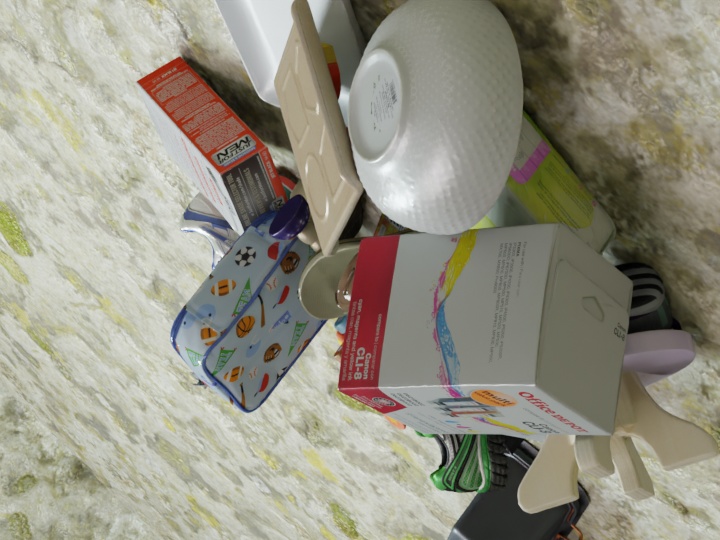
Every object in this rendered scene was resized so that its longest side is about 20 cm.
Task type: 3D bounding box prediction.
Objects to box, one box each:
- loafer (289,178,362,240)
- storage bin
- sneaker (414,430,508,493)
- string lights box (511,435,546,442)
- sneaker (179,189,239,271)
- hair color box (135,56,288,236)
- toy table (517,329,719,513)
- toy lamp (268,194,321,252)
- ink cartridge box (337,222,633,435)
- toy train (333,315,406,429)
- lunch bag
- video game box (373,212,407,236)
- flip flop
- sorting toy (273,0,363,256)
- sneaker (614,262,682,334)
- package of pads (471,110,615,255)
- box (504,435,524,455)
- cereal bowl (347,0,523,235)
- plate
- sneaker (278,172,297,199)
[{"bbox_3d":[-0.037,-0.078,1.807,0.068,0.076,0.200,32,156,12],"label":"loafer"},{"bbox_3d":[0.174,0.312,2.054,0.145,0.134,0.200,38,157,12],"label":"storage bin"},{"bbox_3d":[0.092,0.126,1.742,0.078,0.085,0.201,142,119,-84],"label":"sneaker"},{"bbox_3d":[0.191,0.102,1.718,0.102,0.059,0.200,9,151,6],"label":"string lights box"},{"bbox_3d":[-0.123,-0.015,2.016,0.200,0.088,0.075,46,-170,9],"label":"sneaker"},{"bbox_3d":[-0.157,-0.131,1.865,0.200,0.064,0.111,48,165,41],"label":"hair color box"},{"bbox_3d":[0.217,0.139,1.570,0.200,0.117,0.184,-25,155,29],"label":"toy table"},{"bbox_3d":[0.000,0.000,1.760,0.200,0.058,0.058,39,160,-21],"label":"toy lamp"},{"bbox_3d":[0.109,0.054,1.485,0.199,0.145,0.145,-4,157,36],"label":"ink cartridge box"},{"bbox_3d":[0.026,0.122,1.923,0.200,0.056,0.150,44,175,-19],"label":"toy train"},{"bbox_3d":[-0.106,0.049,1.833,0.075,0.200,0.160,33,169,33],"label":"lunch bag"},{"bbox_3d":[0.089,0.016,1.803,0.182,0.047,0.200,37,157,8],"label":"video game box"},{"bbox_3d":[0.016,0.011,1.681,0.200,0.058,0.081,-13,128,36],"label":"flip flop"},{"bbox_3d":[-0.034,-0.128,1.590,0.200,0.036,0.186,110,145,-71],"label":"sorting toy"},{"bbox_3d":[0.190,0.056,1.592,0.199,0.075,0.088,-11,137,27],"label":"sneaker"},{"bbox_3d":[0.120,-0.080,1.557,0.200,0.068,0.154,48,157,-18],"label":"package of pads"},{"bbox_3d":[0.086,0.113,1.916,0.200,0.036,0.143,36,173,31],"label":"box"},{"bbox_3d":[0.046,-0.131,1.427,0.083,0.201,0.200,4,174,-28],"label":"cereal bowl"},{"bbox_3d":[-0.054,-0.219,1.649,0.200,0.032,0.200,24,149,40],"label":"plate"},{"bbox_3d":[-0.063,-0.010,1.942,0.200,0.093,0.070,50,156,-13],"label":"sneaker"}]
